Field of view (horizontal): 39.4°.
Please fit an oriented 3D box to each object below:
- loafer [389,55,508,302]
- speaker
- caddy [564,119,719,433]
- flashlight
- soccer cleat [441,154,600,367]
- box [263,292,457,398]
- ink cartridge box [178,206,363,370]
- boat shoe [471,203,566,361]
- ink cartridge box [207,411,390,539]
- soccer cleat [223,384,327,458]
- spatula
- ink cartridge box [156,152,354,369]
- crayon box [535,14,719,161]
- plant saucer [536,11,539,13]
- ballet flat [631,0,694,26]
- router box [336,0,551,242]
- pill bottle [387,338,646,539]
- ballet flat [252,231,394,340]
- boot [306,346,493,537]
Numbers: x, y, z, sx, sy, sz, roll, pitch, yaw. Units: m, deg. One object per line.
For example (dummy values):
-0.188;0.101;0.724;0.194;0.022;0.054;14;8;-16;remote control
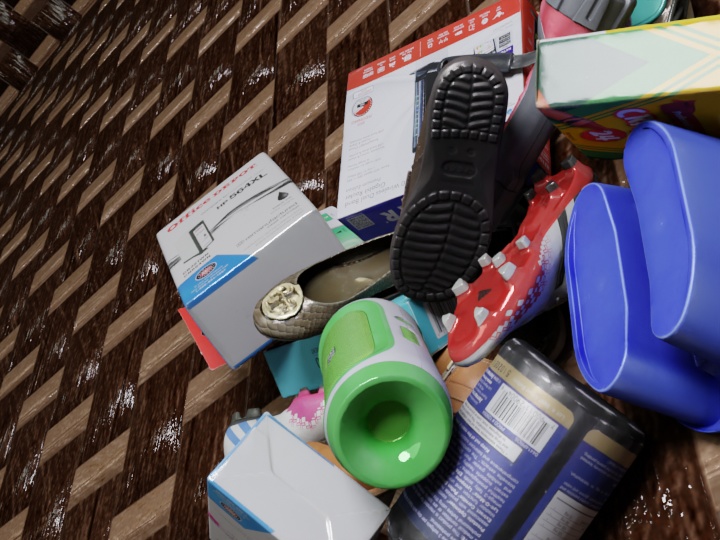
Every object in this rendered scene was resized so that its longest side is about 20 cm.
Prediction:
0.072;-0.069;0.762;0.071;0.072;0.202;-78;2;-62;loafer
0.013;0.078;0.703;0.089;0.088;0.200;-53;10;7;speaker
0.209;0.002;0.638;0.142;0.104;0.202;125;154;-49;caddy
0.133;-0.134;0.774;0.068;0.068;0.201;-27;-30;-56;flashlight
0.131;0.004;0.728;0.068;0.085;0.201;-21;28;53;soccer cleat
0.007;0.059;0.894;0.199;0.050;0.082;-21;4;45;box
-0.083;0.010;1.009;0.198;0.051;0.161;-22;25;-14;ink cartridge box
0.117;-0.006;0.823;0.067;0.057;0.201;-42;33;24;boat shoe
-0.053;0.200;0.766;0.068;0.115;0.201;-47;-14;-27;ink cartridge box
-0.058;0.164;0.925;0.199;0.069;0.087;-25;58;47;soccer cleat
0.135;-0.177;0.839;0.199;0.020;0.057;4;78;52;spatula
-0.105;-0.017;0.957;0.145;0.085;0.200;-38;28;-3;ink cartridge box
0.227;-0.118;0.653;0.198;0.127;0.052;-2;78;30;crayon box
0.116;-0.160;0.964;0.199;0.032;0.202;-23;50;30;plant saucer
0.230;-0.177;0.800;0.068;0.068;0.203;-7;65;48;ballet flat
0.075;-0.139;0.927;0.198;0.049;0.181;-19;52;31;router box
0.087;0.156;0.660;0.201;0.111;0.112;-55;30;3;pill bottle
0.000;0.000;0.847;0.198;0.047;0.068;-22;52;-14;ballet flat
0.035;0.129;0.809;0.199;0.073;0.156;14;73;49;boot
